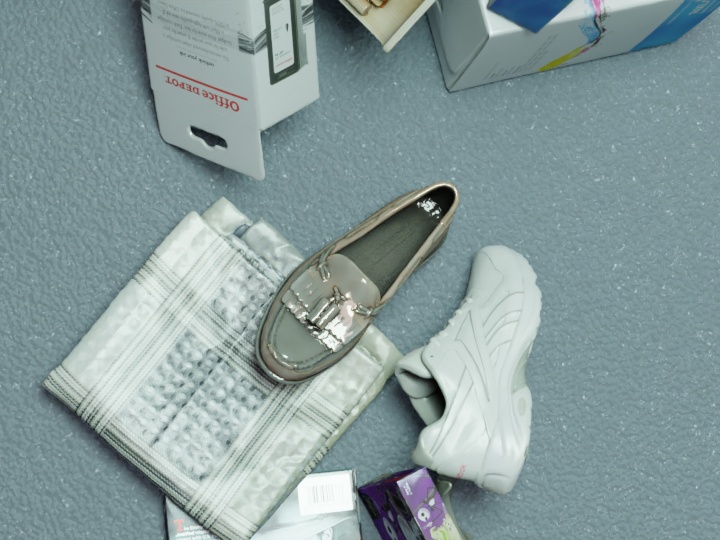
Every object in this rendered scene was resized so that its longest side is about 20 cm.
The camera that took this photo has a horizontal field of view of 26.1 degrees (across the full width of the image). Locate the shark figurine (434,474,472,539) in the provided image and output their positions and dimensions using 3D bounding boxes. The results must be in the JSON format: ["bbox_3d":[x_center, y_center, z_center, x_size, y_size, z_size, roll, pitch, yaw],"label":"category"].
[{"bbox_3d":[0.119,0.229,1.146,0.089,0.128,0.215,-27,68,-38],"label":"shark figurine"}]

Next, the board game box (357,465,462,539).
[{"bbox_3d":[0.066,0.236,1.099,0.032,0.120,0.201,-27,87,-12],"label":"board game box"}]

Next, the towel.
[{"bbox_3d":[-0.094,0.069,1.127,0.192,0.035,0.200,40,72,1],"label":"towel"}]

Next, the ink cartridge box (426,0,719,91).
[{"bbox_3d":[0.153,-0.241,1.172,0.198,0.146,0.148,-14,84,-11],"label":"ink cartridge box"}]

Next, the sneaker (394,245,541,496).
[{"bbox_3d":[0.076,0.060,1.126,0.098,0.078,0.201,12,53,-7],"label":"sneaker"}]

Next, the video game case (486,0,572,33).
[{"bbox_3d":[0.162,-0.264,1.000,0.045,0.200,0.182,27,79,-7],"label":"video game case"}]

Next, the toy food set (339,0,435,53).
[{"bbox_3d":[-0.001,-0.268,1.076,0.200,0.060,0.144,46,103,12],"label":"toy food set"}]

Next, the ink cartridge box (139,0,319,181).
[{"bbox_3d":[-0.094,-0.178,1.105,0.115,0.201,0.068,24,42,34],"label":"ink cartridge box"}]

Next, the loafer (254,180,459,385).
[{"bbox_3d":[0.000,0.000,1.125,0.072,0.063,0.200,45,59,2],"label":"loafer"}]

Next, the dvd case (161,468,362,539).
[{"bbox_3d":[-0.063,0.251,1.123,0.145,0.022,0.202,-5,84,-11],"label":"dvd case"}]
